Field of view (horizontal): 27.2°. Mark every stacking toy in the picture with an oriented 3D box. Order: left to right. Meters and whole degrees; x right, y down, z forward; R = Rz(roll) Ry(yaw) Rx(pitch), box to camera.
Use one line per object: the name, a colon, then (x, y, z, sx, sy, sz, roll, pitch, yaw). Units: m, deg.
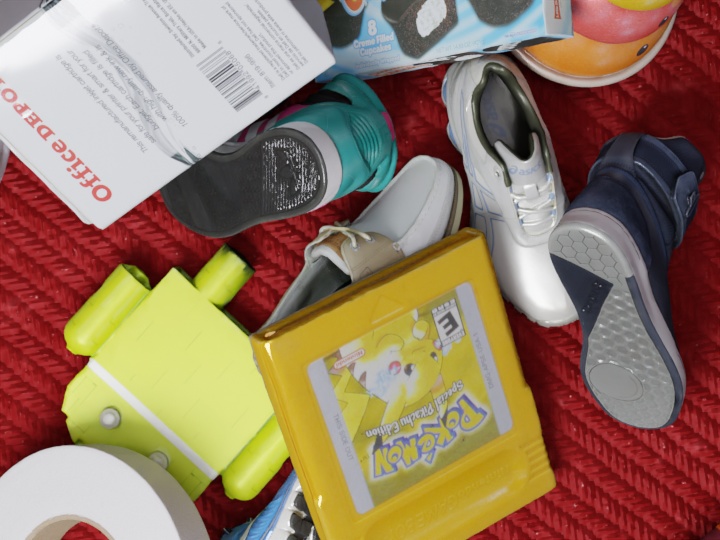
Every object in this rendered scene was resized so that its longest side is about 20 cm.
stacking toy: (0.171, -0.205, 0.952, 0.145, 0.200, 0.148, 1, 87, -13)

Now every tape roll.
tape roll: (-0.185, 0.218, 0.999, 0.201, 0.037, 0.205, -3, 84, 28)

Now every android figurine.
android figurine: (-0.128, 0.084, 1.052, 0.182, 0.041, 0.200, 44, 90, 0)

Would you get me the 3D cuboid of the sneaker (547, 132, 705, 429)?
sneaker: (0.199, 0.000, 1.027, 0.076, 0.147, 0.203, 5, 135, 29)

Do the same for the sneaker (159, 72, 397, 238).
sneaker: (-0.046, -0.081, 1.013, 0.120, 0.199, 0.084, -25, 105, -38)

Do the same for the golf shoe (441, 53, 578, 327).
golf shoe: (0.107, -0.053, 1.018, 0.078, 0.097, 0.201, -22, 92, -1)

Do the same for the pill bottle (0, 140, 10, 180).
pill bottle: (-0.346, -0.116, 1.014, 0.198, 0.114, 0.115, 6, 91, 1)

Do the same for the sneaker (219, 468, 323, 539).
sneaker: (-0.058, 0.183, 1.030, 0.079, 0.089, 0.201, 47, 67, -32)

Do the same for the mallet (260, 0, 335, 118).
mallet: (-0.021, -0.175, 1.003, 0.199, 0.041, 0.066, -30, 90, 33)

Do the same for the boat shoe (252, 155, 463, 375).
boat shoe: (0.000, 0.000, 1.011, 0.068, 0.074, 0.201, 39, 75, -34)

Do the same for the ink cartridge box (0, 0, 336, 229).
ink cartridge box: (-0.138, -0.144, 0.944, 0.199, 0.083, 0.147, -33, 122, 13)

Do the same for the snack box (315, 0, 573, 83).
snack box: (0.046, -0.197, 0.987, 0.199, 0.037, 0.117, -5, 91, 42)

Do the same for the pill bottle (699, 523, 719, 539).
pill bottle: (0.267, 0.229, 1.012, 0.200, 0.114, 0.114, -39, 90, 1)

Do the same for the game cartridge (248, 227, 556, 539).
game cartridge: (0.035, 0.097, 0.996, 0.175, 0.032, 0.201, -26, 110, -20)
